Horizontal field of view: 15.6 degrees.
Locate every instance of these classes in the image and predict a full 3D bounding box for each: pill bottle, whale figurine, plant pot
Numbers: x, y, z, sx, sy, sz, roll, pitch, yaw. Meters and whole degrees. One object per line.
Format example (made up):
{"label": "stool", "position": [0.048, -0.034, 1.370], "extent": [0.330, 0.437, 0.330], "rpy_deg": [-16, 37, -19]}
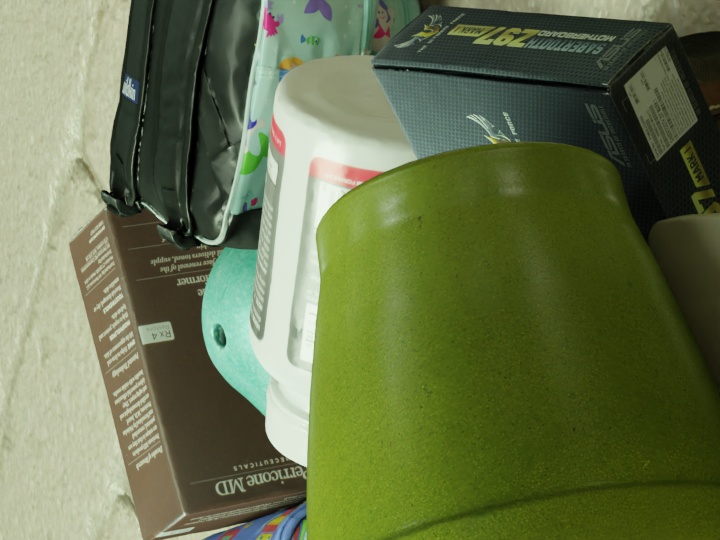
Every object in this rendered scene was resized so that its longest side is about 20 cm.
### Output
{"label": "pill bottle", "position": [0.000, 0.000, 1.357], "extent": [0.111, 0.110, 0.201], "rpy_deg": [42, 133, 48]}
{"label": "whale figurine", "position": [-0.024, 0.060, 1.488], "extent": [0.159, 0.103, 0.201], "rpy_deg": [-49, 57, 53]}
{"label": "plant pot", "position": [0.060, 0.059, 1.053], "extent": [0.200, 0.199, 0.194], "rpy_deg": [-41, 55, 56]}

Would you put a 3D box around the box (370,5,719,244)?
{"label": "box", "position": [0.106, -0.022, 1.184], "extent": [0.157, 0.051, 0.201], "rpy_deg": [13, 137, 50]}

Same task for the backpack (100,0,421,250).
{"label": "backpack", "position": [-0.055, -0.124, 1.446], "extent": [0.177, 0.150, 0.202], "rpy_deg": [29, 120, 57]}

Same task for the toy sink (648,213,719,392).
{"label": "toy sink", "position": [0.211, 0.065, 1.073], "extent": [0.130, 0.111, 0.202], "rpy_deg": [-1, 102, 60]}

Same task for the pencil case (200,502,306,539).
{"label": "pencil case", "position": [-0.054, 0.193, 1.607], "extent": [0.087, 0.078, 0.200], "rpy_deg": [38, 153, -16]}

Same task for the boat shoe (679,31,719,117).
{"label": "boat shoe", "position": [0.126, -0.066, 1.234], "extent": [0.200, 0.075, 0.074], "rpy_deg": [174, 82, -69]}

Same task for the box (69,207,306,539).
{"label": "box", "position": [-0.104, 0.058, 1.633], "extent": [0.075, 0.100, 0.201], "rpy_deg": [-34, 69, 58]}
